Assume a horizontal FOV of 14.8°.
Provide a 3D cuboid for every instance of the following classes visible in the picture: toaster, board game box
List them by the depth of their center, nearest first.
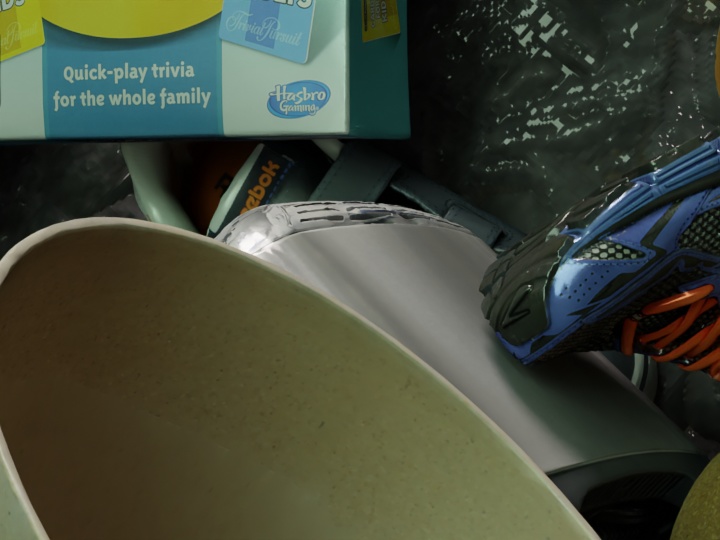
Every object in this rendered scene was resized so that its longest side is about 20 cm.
[{"bbox_3d":[0.013,0.055,0.782,0.129,0.200,0.114,48,113,21],"label":"toaster"},{"bbox_3d":[-0.061,-0.140,0.867,0.150,0.047,0.201,0,91,26],"label":"board game box"}]

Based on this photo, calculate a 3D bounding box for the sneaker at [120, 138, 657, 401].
[{"bbox_3d":[0.000,0.000,0.894,0.200,0.079,0.079,27,83,30],"label":"sneaker"}]

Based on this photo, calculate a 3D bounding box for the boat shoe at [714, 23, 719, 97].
[{"bbox_3d":[0.175,-0.119,0.851,0.070,0.070,0.201,8,67,52],"label":"boat shoe"}]

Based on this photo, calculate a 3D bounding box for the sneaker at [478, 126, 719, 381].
[{"bbox_3d":[0.117,0.005,0.779,0.075,0.199,0.079,-37,68,46],"label":"sneaker"}]

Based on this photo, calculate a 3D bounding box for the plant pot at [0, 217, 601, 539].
[{"bbox_3d":[-0.036,0.107,0.599,0.135,0.200,0.201,-48,56,22],"label":"plant pot"}]

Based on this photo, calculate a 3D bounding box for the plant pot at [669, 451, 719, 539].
[{"bbox_3d":[0.186,0.097,0.722,0.199,0.186,0.187,5,72,41],"label":"plant pot"}]
